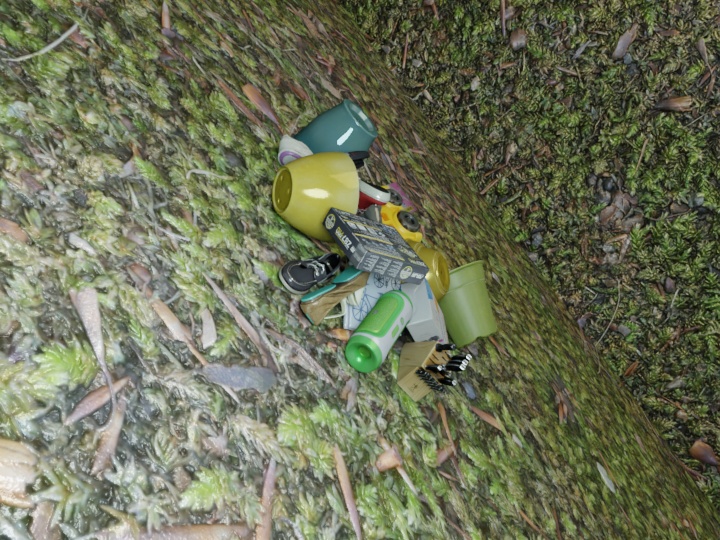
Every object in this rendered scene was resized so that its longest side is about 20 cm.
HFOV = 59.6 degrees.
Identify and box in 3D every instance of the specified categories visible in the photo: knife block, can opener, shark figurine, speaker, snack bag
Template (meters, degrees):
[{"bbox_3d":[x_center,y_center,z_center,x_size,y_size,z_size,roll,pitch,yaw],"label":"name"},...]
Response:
[{"bbox_3d":[0.161,0.189,1.351,0.064,0.175,0.201,44,24,-13],"label":"knife block"},{"bbox_3d":[-0.035,-0.280,1.606,0.079,0.063,0.198,53,38,10],"label":"can opener"},{"bbox_3d":[0.003,-0.184,1.542,0.214,0.089,0.129,44,51,-10],"label":"shark figurine"},{"bbox_3d":[0.042,0.121,1.297,0.089,0.088,0.200,47,38,-5],"label":"speaker"},{"bbox_3d":[0.029,0.038,1.394,0.186,0.021,0.207,13,74,-47],"label":"snack bag"}]

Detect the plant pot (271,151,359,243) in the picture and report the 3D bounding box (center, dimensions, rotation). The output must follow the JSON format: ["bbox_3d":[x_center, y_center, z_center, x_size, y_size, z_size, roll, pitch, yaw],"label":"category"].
[{"bbox_3d":[-0.113,-0.168,1.387,0.139,0.202,0.203,3,48,-34],"label":"plant pot"}]

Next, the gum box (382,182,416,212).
[{"bbox_3d":[0.098,-0.201,1.945,0.114,0.066,0.200,51,23,3],"label":"gum box"}]

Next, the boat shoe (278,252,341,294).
[{"bbox_3d":[-0.100,-0.005,1.295,0.073,0.062,0.199,54,23,9],"label":"boat shoe"}]

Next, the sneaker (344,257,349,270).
[{"bbox_3d":[0.000,0.000,1.462,0.202,0.070,0.074,-67,150,-52],"label":"sneaker"}]

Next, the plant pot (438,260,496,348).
[{"bbox_3d":[0.286,0.103,1.730,0.198,0.197,0.195,0,64,-61],"label":"plant pot"}]

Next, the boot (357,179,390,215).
[{"bbox_3d":[-0.010,-0.129,1.408,0.071,0.148,0.199,15,6,-32],"label":"boot"}]

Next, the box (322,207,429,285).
[{"bbox_3d":[0.034,-0.051,1.317,0.197,0.050,0.162,14,27,-44],"label":"box"}]

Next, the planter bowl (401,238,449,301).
[{"bbox_3d":[0.172,0.013,1.572,0.200,0.081,0.206,35,50,-55],"label":"planter bowl"}]

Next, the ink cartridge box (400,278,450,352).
[{"bbox_3d":[0.158,0.126,1.473,0.201,0.066,0.118,59,20,-48],"label":"ink cartridge box"}]

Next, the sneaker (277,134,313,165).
[{"bbox_3d":[-0.129,-0.282,1.623,0.198,0.074,0.102,32,35,-38],"label":"sneaker"}]

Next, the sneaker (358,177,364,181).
[{"bbox_3d":[-0.077,-0.187,1.603,0.195,0.087,0.077,-1,59,-33],"label":"sneaker"}]

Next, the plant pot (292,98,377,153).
[{"bbox_3d":[-0.059,-0.355,1.728,0.199,0.187,0.202,40,26,-23],"label":"plant pot"}]

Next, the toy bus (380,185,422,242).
[{"bbox_3d":[0.036,-0.119,1.661,0.189,0.136,0.203,-4,54,-43],"label":"toy bus"}]

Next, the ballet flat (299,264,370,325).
[{"bbox_3d":[-0.038,0.049,1.268,0.198,0.067,0.074,-34,110,-40],"label":"ballet flat"}]
